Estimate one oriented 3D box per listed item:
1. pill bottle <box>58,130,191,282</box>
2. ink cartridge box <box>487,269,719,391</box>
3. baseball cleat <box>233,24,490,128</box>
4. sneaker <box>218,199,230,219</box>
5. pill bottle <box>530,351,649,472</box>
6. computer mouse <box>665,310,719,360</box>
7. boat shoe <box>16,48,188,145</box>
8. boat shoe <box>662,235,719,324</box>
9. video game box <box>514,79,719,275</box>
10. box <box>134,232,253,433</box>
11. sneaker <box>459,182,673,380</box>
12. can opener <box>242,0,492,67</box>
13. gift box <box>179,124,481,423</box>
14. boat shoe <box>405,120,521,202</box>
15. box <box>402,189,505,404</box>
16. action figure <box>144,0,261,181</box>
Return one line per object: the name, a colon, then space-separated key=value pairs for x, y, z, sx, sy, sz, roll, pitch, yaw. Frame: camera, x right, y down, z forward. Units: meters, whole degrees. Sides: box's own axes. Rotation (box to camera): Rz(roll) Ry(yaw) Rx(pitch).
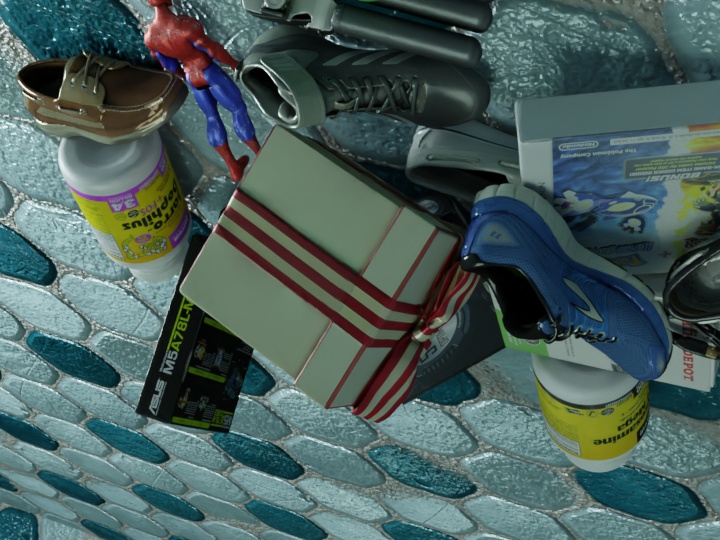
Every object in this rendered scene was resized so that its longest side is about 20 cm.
pill bottle: x=-0.238 y=-0.071 z=1.146 sx=0.103 sy=0.105 sz=0.201 roll=15 pitch=151 yaw=16
ink cartridge box: x=0.225 y=0.020 z=0.978 sx=0.198 sy=0.084 sz=0.146 roll=11 pitch=149 yaw=24
baseball cleat: x=-0.002 y=-0.136 z=0.856 sx=0.198 sy=0.107 sz=0.070 roll=13 pitch=131 yaw=15
sneaker: x=-0.077 y=-0.028 z=1.116 sx=0.199 sy=0.088 sz=0.076 roll=3 pitch=146 yaw=33
pill bottle: x=0.239 y=0.127 z=1.118 sx=0.111 sy=0.113 sz=0.201 roll=10 pitch=150 yaw=22
computer mouse: x=0.206 y=0.043 z=0.906 sx=0.198 sy=0.034 sz=0.059 roll=16 pitch=146 yaw=17
boat shoe: x=-0.251 y=-0.167 z=1.026 sx=0.198 sy=0.076 sz=0.072 roll=1 pitch=143 yaw=32
boat shoe: x=0.307 y=-0.016 z=0.777 sx=0.199 sy=0.060 sz=0.074 roll=-24 pitch=95 yaw=36
video game box: x=0.219 y=-0.062 z=0.823 sx=0.198 sy=0.047 sz=0.183 roll=-5 pitch=148 yaw=9
box: x=-0.162 y=0.075 z=1.185 sx=0.047 sy=0.195 sz=0.200 roll=17 pitch=173 yaw=14
sneaker: x=0.149 y=0.027 z=0.817 sx=0.199 sy=0.090 sz=0.078 roll=37 pitch=154 yaw=-14
can opener: x=0.002 y=-0.200 z=0.822 sx=0.198 sy=0.053 sz=0.066 roll=17 pitch=-174 yaw=15
gift box: x=0.000 y=0.000 z=0.906 sx=0.186 sy=0.185 sz=0.200 roll=35 pitch=-166 yaw=20
boat shoe: x=0.134 y=-0.071 z=0.910 sx=0.198 sy=0.066 sz=0.072 roll=22 pitch=151 yaw=4
box: x=0.059 y=0.029 z=1.069 sx=0.159 sy=0.044 sz=0.200 roll=-30 pitch=131 yaw=9
action figure: x=-0.135 y=-0.169 z=0.964 sx=0.065 sy=0.052 sz=0.201 roll=-2 pitch=138 yaw=30
